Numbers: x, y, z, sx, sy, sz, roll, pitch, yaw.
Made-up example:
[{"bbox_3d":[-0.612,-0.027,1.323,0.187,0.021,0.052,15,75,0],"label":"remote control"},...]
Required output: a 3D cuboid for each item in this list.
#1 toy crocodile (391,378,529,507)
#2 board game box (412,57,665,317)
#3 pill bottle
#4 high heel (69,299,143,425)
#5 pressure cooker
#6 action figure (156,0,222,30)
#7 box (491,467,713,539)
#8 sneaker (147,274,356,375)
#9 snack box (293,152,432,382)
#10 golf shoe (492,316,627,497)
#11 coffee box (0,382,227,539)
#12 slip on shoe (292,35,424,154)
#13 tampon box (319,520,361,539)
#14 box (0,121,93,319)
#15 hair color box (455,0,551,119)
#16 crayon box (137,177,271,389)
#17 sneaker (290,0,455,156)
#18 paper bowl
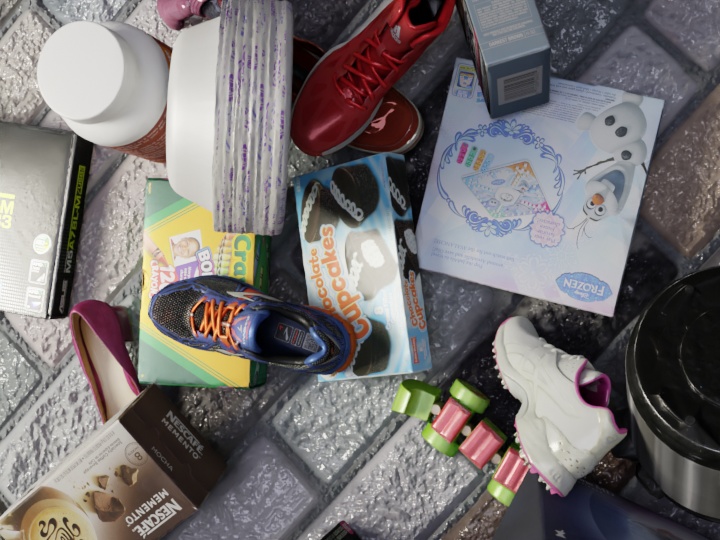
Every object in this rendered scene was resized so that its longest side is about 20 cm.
[{"bbox_3d":[0.119,0.164,0.958,0.199,0.062,0.068,36,96,11],"label":"toy crocodile"},{"bbox_3d":[0.162,-0.078,0.964,0.197,0.043,0.202,14,90,13],"label":"board game box"},{"bbox_3d":[-0.216,-0.168,0.973,0.110,0.200,0.114,0,89,12],"label":"pill bottle"},{"bbox_3d":[-0.243,0.129,1.024,0.066,0.096,0.204,-9,86,12],"label":"high heel"},{"bbox_3d":[0.305,0.114,0.856,0.175,0.201,0.179,34,74,31],"label":"pressure cooker"},{"bbox_3d":[-0.152,-0.305,0.997,0.133,0.149,0.202,-28,69,4],"label":"action figure"},{"bbox_3d":[0.208,0.277,0.839,0.198,0.199,0.125,25,105,0],"label":"box"},{"bbox_3d":[-0.103,0.047,0.945,0.197,0.078,0.077,9,89,8],"label":"sneaker"},{"bbox_3d":[0.000,0.000,0.981,0.115,0.037,0.204,-10,86,38],"label":"snack box"},{"bbox_3d":[0.172,0.101,0.894,0.091,0.201,0.075,-37,122,19],"label":"golf shoe"},{"bbox_3d":[-0.241,0.218,0.997,0.199,0.080,0.113,-38,96,23],"label":"coffee box"},{"bbox_3d":[-0.028,-0.175,1.002,0.199,0.061,0.075,33,94,10],"label":"slip on shoe"},{"bbox_3d":[-0.004,0.357,0.936,0.200,0.150,0.127,44,98,10],"label":"tampon box"},{"bbox_3d":[-0.390,-0.060,1.089,0.197,0.047,0.197,10,93,12],"label":"box"},{"bbox_3d":[0.115,-0.252,0.925,0.060,0.099,0.203,-15,70,4],"label":"hair color box"},{"bbox_3d":[-0.153,0.012,1.026,0.117,0.058,0.204,2,88,12],"label":"crayon box"},{"bbox_3d":[0.009,-0.191,0.918,0.078,0.116,0.201,38,87,-3],"label":"sneaker"},{"bbox_3d":[-0.113,-0.134,0.898,0.102,0.201,0.204,4,89,-6],"label":"paper bowl"}]
